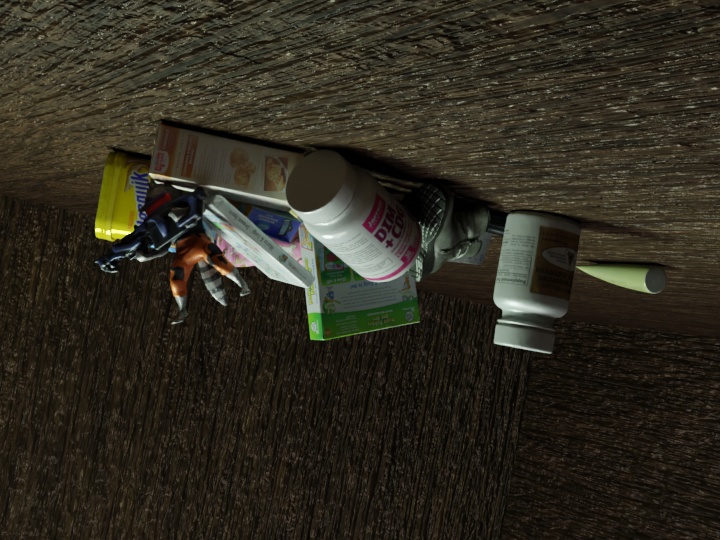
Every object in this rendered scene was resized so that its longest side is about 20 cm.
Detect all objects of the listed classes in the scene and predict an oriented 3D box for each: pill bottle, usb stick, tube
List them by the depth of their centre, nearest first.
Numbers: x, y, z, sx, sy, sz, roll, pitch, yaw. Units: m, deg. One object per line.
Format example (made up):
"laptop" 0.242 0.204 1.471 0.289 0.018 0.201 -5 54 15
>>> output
"pill bottle" -0.009 -0.073 1.504 0.113 0.114 0.200 8 160 37
"pill bottle" 0.261 0.019 1.673 0.114 0.201 0.114 10 177 1
"usb stick" 0.155 -0.086 1.705 0.199 0.033 0.055 13 -175 -32
"tube" 0.488 0.007 2.073 0.058 0.052 0.200 56 164 -17

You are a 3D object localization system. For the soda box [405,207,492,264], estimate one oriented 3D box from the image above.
"soda box" 0.136 -0.053 1.786 0.068 0.064 0.200 23 -171 31

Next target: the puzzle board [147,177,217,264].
"puzzle board" -0.265 -0.092 1.699 0.151 0.017 0.200 52 -167 -23

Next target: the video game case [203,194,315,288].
"video game case" -0.164 -0.045 1.611 0.182 0.024 0.200 42 169 -18

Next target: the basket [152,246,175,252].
"basket" -0.326 -0.094 2.032 0.176 0.140 0.200 11 151 7

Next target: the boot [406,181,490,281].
"boot" 0.133 -0.075 1.618 0.130 0.068 0.200 -25 151 -25

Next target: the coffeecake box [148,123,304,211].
"coffeecake box" -0.185 -0.140 1.552 0.199 0.073 0.154 11 178 -6

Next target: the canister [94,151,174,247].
"canister" -0.334 -0.112 1.879 0.199 0.149 0.087 9 176 -2

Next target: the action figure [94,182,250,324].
"action figure" -0.259 -0.028 1.538 0.199 0.194 0.105 -23 177 23

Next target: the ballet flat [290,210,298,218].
"ballet flat" -0.125 -0.119 1.801 0.070 0.071 0.200 12 178 -16

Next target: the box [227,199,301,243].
"box" -0.181 -0.108 1.717 0.200 0.042 0.119 37 -168 34

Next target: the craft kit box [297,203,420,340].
"craft kit box" 0.000 0.000 1.783 0.199 0.198 0.048 -8 -179 -36

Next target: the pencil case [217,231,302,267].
"pencil case" -0.145 -0.044 1.854 0.199 0.083 0.086 -3 173 -28
